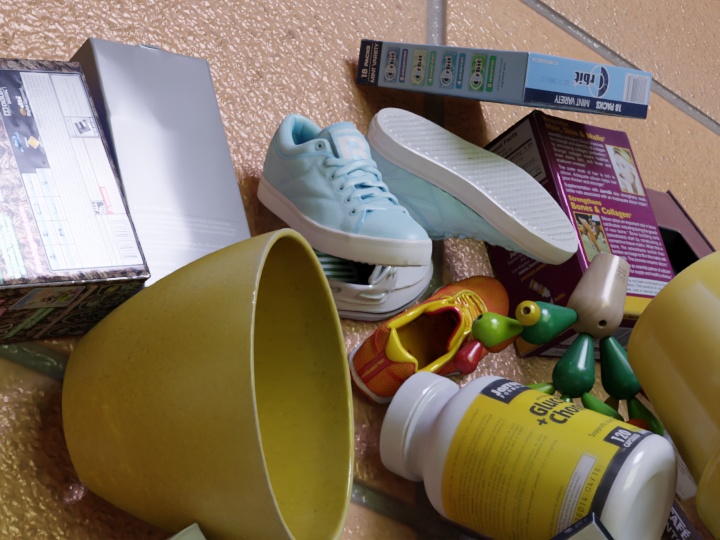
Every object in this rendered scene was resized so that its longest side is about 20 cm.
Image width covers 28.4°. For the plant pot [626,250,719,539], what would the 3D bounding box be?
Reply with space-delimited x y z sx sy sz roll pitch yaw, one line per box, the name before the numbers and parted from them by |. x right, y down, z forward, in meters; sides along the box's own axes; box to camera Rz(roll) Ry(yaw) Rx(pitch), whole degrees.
plant pot | 0.298 0.092 1.022 0.200 0.201 0.189 2 38 -43

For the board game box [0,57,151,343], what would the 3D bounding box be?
board game box | -0.254 -0.040 0.870 0.200 0.097 0.160 -4 66 -45

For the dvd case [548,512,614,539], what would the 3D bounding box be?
dvd case | 0.118 0.276 0.944 0.150 0.200 0.025 52 13 -2

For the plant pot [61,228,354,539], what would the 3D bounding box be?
plant pot | -0.098 0.082 0.880 0.200 0.141 0.201 -7 90 -75

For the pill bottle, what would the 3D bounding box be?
pill bottle | 0.117 0.141 1.023 0.112 0.199 0.112 -33 133 -46

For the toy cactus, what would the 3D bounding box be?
toy cactus | 0.177 0.061 1.126 0.199 0.102 0.166 27 69 -12

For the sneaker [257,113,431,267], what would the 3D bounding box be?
sneaker | -0.015 -0.064 1.047 0.074 0.082 0.200 -6 24 -37

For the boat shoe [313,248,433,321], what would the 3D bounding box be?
boat shoe | 0.000 0.000 1.109 0.200 0.067 0.074 -13 73 -47

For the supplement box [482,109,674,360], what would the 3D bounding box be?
supplement box | 0.193 -0.028 1.284 0.131 0.103 0.201 7 60 -39

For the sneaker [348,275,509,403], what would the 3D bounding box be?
sneaker | 0.073 0.049 1.139 0.073 0.077 0.200 55 39 3

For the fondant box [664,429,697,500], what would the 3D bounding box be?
fondant box | 0.371 0.115 1.284 0.058 0.200 0.144 52 40 -3

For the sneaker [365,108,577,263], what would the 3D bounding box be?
sneaker | 0.084 -0.056 1.191 0.200 0.082 0.074 33 39 -1

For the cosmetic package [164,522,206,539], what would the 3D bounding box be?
cosmetic package | -0.095 0.260 0.810 0.081 0.113 0.200 -26 85 -49

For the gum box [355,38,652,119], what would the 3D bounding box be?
gum box | 0.125 -0.169 1.254 0.169 0.200 0.045 0 99 -43

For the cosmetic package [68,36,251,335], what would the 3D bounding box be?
cosmetic package | -0.148 -0.054 0.993 0.107 0.090 0.201 7 56 -40

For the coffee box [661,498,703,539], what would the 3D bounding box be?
coffee box | 0.179 0.237 1.110 0.115 0.080 0.200 56 40 2

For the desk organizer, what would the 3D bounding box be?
desk organizer | 0.292 0.006 1.334 0.077 0.072 0.200 12 35 -35
